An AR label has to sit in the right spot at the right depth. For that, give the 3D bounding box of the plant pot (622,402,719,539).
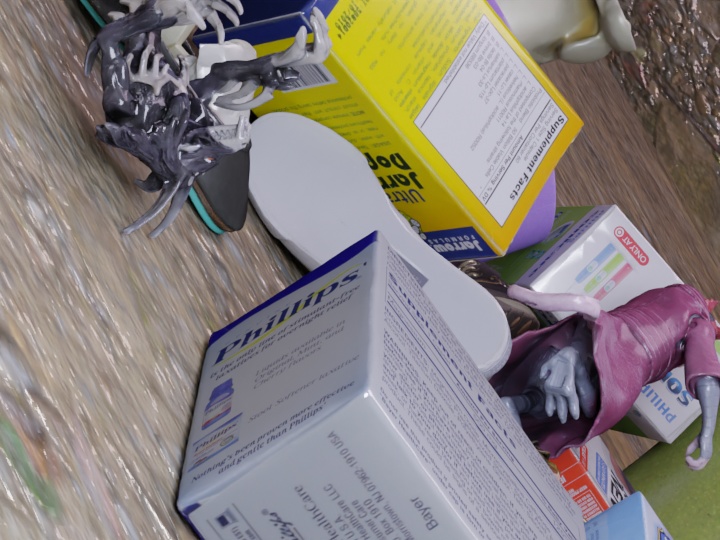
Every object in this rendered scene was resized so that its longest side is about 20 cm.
[{"bbox_3d":[0.258,0.173,1.808,0.201,0.184,0.201,53,14,-20],"label":"plant pot"}]

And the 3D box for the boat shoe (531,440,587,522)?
[{"bbox_3d":[0.085,0.125,1.519,0.200,0.068,0.072,51,16,-24],"label":"boat shoe"}]

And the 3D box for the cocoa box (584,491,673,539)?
[{"bbox_3d":[0.118,0.222,1.260,0.132,0.133,0.200,55,13,-13],"label":"cocoa box"}]

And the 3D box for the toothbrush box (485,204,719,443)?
[{"bbox_3d":[0.167,0.035,1.830,0.146,0.086,0.200,48,-7,-7],"label":"toothbrush box"}]

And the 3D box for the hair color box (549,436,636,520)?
[{"bbox_3d":[0.163,0.188,1.684,0.201,0.064,0.111,57,12,-11],"label":"hair color box"}]

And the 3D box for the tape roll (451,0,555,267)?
[{"bbox_3d":[0.063,-0.104,1.793,0.200,0.065,0.201,162,-90,-76],"label":"tape roll"}]

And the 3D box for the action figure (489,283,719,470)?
[{"bbox_3d":[0.154,0.044,1.596,0.199,0.133,0.150,-25,117,-38],"label":"action figure"}]

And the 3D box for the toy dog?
[{"bbox_3d":[0.093,-0.202,2.033,0.194,0.199,0.140,-80,148,-83],"label":"toy dog"}]

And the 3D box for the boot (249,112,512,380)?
[{"bbox_3d":[0.000,0.000,1.529,0.200,0.073,0.096,46,-20,7],"label":"boot"}]

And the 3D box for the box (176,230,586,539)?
[{"bbox_3d":[0.016,0.109,1.203,0.184,0.105,0.200,54,14,-16],"label":"box"}]

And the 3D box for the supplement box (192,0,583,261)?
[{"bbox_3d":[0.018,-0.110,1.545,0.200,0.109,0.109,49,59,-26],"label":"supplement box"}]

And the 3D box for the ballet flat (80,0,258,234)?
[{"bbox_3d":[-0.098,-0.119,1.394,0.201,0.068,0.068,59,12,2],"label":"ballet flat"}]

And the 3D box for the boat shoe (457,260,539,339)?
[{"bbox_3d":[0.073,0.036,1.714,0.073,0.074,0.200,51,1,18],"label":"boat shoe"}]

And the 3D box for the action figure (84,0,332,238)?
[{"bbox_3d":[-0.079,-0.119,1.261,0.119,0.101,0.202,4,83,-66],"label":"action figure"}]
